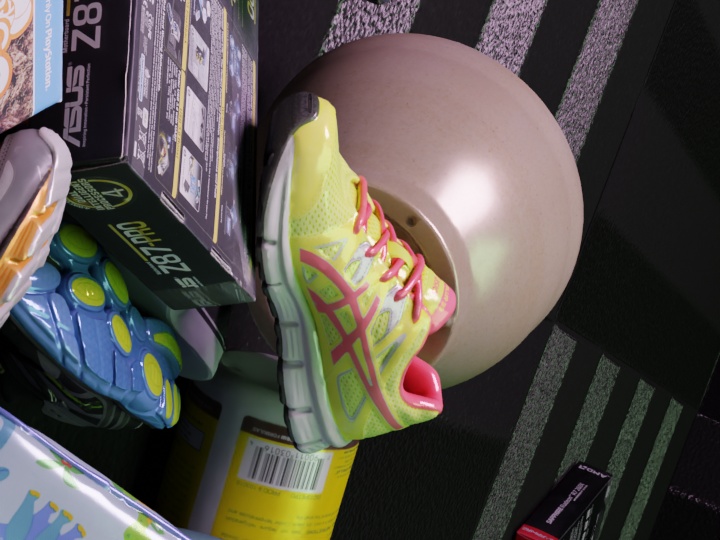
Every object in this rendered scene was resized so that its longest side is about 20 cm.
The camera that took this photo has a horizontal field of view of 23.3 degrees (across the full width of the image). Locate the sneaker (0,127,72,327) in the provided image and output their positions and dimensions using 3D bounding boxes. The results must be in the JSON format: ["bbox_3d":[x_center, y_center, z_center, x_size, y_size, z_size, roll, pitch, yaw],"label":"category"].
[{"bbox_3d":[-0.179,0.022,0.621,0.200,0.077,0.078,-48,-176,3],"label":"sneaker"}]

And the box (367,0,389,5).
[{"bbox_3d":[0.034,-0.246,0.805,0.199,0.104,0.149,-37,132,-18],"label":"box"}]

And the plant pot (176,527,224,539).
[{"bbox_3d":[-0.130,0.210,0.888,0.135,0.199,0.201,45,65,-39],"label":"plant pot"}]

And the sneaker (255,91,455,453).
[{"bbox_3d":[0.000,0.000,0.838,0.079,0.089,0.202,-85,169,-50],"label":"sneaker"}]

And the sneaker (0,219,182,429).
[{"bbox_3d":[-0.140,0.036,0.809,0.200,0.082,0.072,65,18,-68],"label":"sneaker"}]

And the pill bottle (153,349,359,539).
[{"bbox_3d":[-0.073,0.158,1.050,0.109,0.108,0.202,-6,115,-66],"label":"pill bottle"}]

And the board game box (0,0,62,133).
[{"bbox_3d":[-0.191,-0.103,0.550,0.200,0.096,0.161,-42,146,-50],"label":"board game box"}]

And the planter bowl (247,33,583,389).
[{"bbox_3d":[0.011,-0.015,0.948,0.135,0.198,0.202,-50,153,-63],"label":"planter bowl"}]

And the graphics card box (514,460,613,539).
[{"bbox_3d":[0.222,0.315,1.983,0.200,0.050,0.127,-33,138,-55],"label":"graphics card box"}]

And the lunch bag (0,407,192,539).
[{"bbox_3d":[-0.158,0.158,0.752,0.162,0.199,0.082,-60,-160,-20],"label":"lunch bag"}]

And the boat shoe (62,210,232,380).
[{"bbox_3d":[-0.100,-0.011,0.885,0.069,0.073,0.200,-66,157,-20],"label":"boat shoe"}]

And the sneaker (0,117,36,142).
[{"bbox_3d":[-0.185,0.013,0.684,0.202,0.084,0.075,-67,159,-5],"label":"sneaker"}]

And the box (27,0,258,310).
[{"bbox_3d":[-0.087,-0.104,0.761,0.161,0.049,0.202,50,36,-64],"label":"box"}]
